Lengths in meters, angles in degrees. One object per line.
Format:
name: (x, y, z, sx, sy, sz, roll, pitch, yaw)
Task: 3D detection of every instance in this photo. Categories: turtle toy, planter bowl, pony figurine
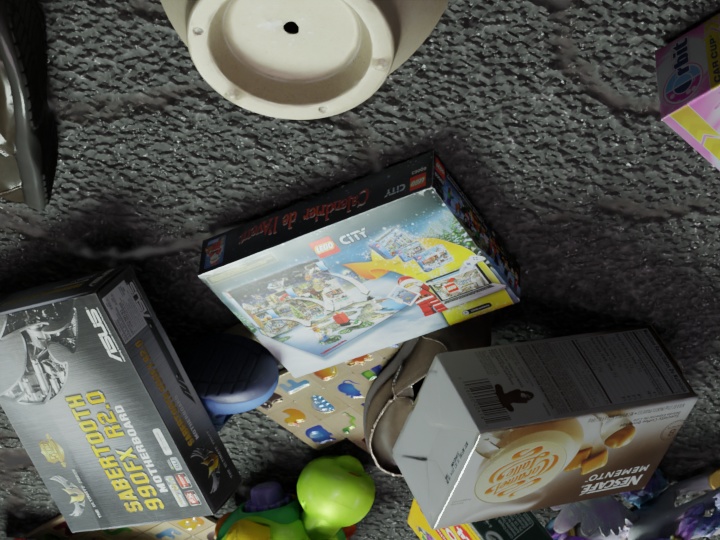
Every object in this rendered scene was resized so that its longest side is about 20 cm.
turtle toy: (-0.057, 0.236, 1.547, 0.145, 0.101, 0.200, 25, 136, -22)
planter bowl: (-0.035, -0.175, 1.029, 0.199, 0.135, 0.201, 3, 141, 2)
pony figurine: (0.239, 0.224, 1.455, 0.199, 0.193, 0.167, -16, 92, 13)

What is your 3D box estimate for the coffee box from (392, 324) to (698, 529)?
coffee box: (0.139, 0.117, 1.331, 0.199, 0.080, 0.115, -6, 138, -30)

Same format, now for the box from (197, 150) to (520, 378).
box: (0.000, 0.000, 1.302, 0.199, 0.038, 0.137, -20, 132, 24)

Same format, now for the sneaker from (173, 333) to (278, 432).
sneaker: (-0.135, 0.108, 1.410, 0.199, 0.074, 0.082, -13, 121, 38)

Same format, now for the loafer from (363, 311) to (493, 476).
loafer: (0.049, 0.104, 1.390, 0.073, 0.071, 0.200, 9, 135, -11)

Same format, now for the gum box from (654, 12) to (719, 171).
gum box: (0.298, -0.094, 1.143, 0.113, 0.066, 0.200, -30, 129, 34)

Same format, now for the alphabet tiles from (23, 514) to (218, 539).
alphabet tiles: (-0.214, 0.266, 1.673, 0.200, 0.006, 0.166, -31, 128, 35)

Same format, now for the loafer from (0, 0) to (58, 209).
loafer: (-0.246, -0.112, 1.171, 0.071, 0.073, 0.200, 3, 140, -1)

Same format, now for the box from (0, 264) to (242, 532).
box: (-0.201, 0.103, 1.359, 0.158, 0.048, 0.201, -12, 112, 35)

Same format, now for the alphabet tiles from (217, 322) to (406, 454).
alphabet tiles: (-0.018, 0.088, 1.441, 0.167, 0.008, 0.200, -27, 131, 32)

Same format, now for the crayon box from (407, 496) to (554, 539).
crayon box: (0.099, 0.227, 1.467, 0.051, 0.127, 0.200, -35, 162, -16)

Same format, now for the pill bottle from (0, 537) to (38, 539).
pill bottle: (-0.246, 0.315, 1.643, 0.199, 0.112, 0.112, 7, 140, -2)
